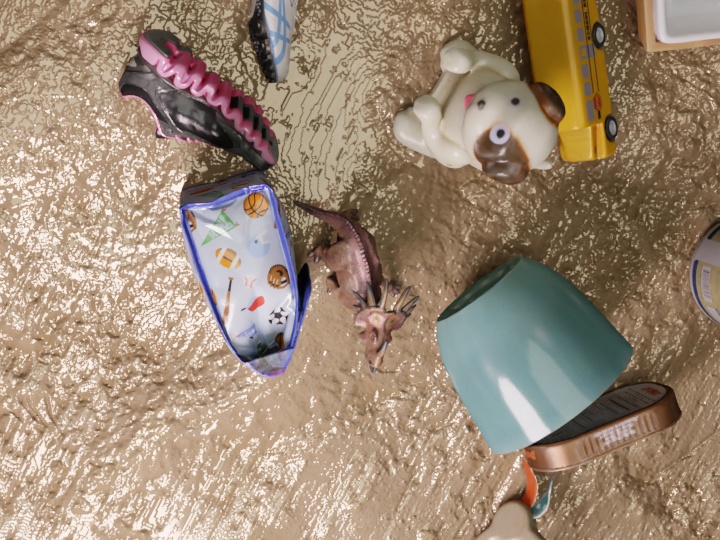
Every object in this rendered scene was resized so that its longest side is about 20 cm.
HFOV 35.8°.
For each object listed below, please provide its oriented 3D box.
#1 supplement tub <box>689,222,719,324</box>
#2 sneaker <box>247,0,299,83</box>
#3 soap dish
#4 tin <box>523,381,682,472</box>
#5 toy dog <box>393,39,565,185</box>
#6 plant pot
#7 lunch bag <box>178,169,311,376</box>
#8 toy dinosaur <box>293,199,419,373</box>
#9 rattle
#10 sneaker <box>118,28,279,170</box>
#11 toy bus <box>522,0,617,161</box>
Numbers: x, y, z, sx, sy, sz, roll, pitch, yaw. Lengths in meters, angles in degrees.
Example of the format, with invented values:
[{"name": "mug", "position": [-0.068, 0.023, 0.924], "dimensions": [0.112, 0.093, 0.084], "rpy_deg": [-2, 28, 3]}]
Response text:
[{"name": "supplement tub", "position": [0.496, 0.015, 1.316], "dimensions": [0.143, 0.200, 0.146], "rpy_deg": [-2, 100, -11]}, {"name": "sneaker", "position": [-0.086, -0.306, 1.214], "dimensions": [0.072, 0.072, 0.202], "rpy_deg": [-5, 104, -19]}, {"name": "soap dish", "position": [0.391, -0.362, 1.293], "dimensions": [0.156, 0.081, 0.202], "rpy_deg": [-8, 101, -10]}, {"name": "tin", "position": [0.291, 0.187, 1.350], "dimensions": [0.199, 0.112, 0.042], "rpy_deg": [-21, 103, -8]}, {"name": "toy dog", "position": [0.142, -0.154, 1.216], "dimensions": [0.194, 0.200, 0.140], "rpy_deg": [44, 90, -14]}, {"name": "plant pot", "position": [0.181, 0.083, 1.273], "dimensions": [0.200, 0.201, 0.161], "rpy_deg": [-38, 93, -3]}, {"name": "lunch bag", "position": [-0.118, 0.002, 1.208], "dimensions": [0.123, 0.170, 0.201], "rpy_deg": [-15, 101, -4]}, {"name": "toy dinosaur", "position": [0.000, 0.000, 1.247], "dimensions": [0.085, 0.136, 0.201], "rpy_deg": [-27, 103, -6]}, {"name": "rattle", "position": [0.217, 0.353, 1.388], "dimensions": [0.142, 0.130, 0.201], "rpy_deg": [30, 66, -25]}, {"name": "sneaker", "position": [-0.180, -0.170, 1.225], "dimensions": [0.200, 0.079, 0.095], "rpy_deg": [40, 112, -14]}, {"name": "toy bus", "position": [0.240, -0.224, 1.277], "dimensions": [0.078, 0.065, 0.201], "rpy_deg": [-23, 107, -48]}]
